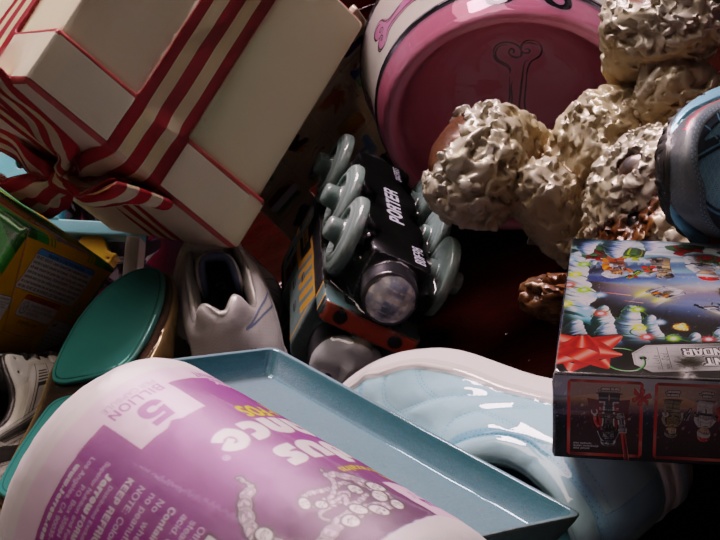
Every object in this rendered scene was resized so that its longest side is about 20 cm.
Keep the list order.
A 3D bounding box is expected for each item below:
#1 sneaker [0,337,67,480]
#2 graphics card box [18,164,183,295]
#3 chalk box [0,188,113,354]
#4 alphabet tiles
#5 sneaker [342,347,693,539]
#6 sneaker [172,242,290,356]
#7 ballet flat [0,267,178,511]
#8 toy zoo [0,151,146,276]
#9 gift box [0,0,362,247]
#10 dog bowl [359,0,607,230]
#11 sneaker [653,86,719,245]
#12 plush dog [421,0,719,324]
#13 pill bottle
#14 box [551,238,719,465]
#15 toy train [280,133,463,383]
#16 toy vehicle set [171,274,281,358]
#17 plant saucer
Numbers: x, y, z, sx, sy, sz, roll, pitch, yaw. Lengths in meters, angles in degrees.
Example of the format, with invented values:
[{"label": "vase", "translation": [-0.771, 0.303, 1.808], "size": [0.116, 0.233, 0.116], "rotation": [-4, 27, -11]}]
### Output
[{"label": "sneaker", "translation": [-0.185, 0.070, 0.917], "size": [0.075, 0.088, 0.200], "rotation": [-20, 23, 26]}, {"label": "graphics card box", "translation": [-0.203, -0.034, 1.114], "size": [0.199, 0.126, 0.051], "rotation": [-24, 9, -10]}, {"label": "chalk box", "translation": [-0.278, -0.015, 0.975], "size": [0.124, 0.199, 0.124], "rotation": [-56, -18, 1]}, {"label": "alphabet tiles", "translation": [0.003, -0.112, 1.072], "size": [0.200, 0.167, 0.008], "rotation": [-48, 60, -3]}, {"label": "sneaker", "translation": [0.040, 0.083, 0.686], "size": [0.199, 0.074, 0.082], "rotation": [-1, 22, 47]}, {"label": "sneaker", "translation": [-0.078, 0.015, 0.955], "size": [0.074, 0.088, 0.200], "rotation": [-16, 27, -8]}, {"label": "ballet flat", "translation": [-0.144, 0.080, 0.873], "size": [0.068, 0.063, 0.201], "rotation": [-6, 36, 23]}, {"label": "toy zoo", "translation": [-0.206, -0.030, 1.052], "size": [0.130, 0.202, 0.020], "rotation": [3, -13, 3]}, {"label": "gift box", "translation": [-0.148, -0.127, 0.944], "size": [0.184, 0.200, 0.188], "rotation": [3, 61, 59]}, {"label": "dog bowl", "translation": [0.097, -0.111, 1.002], "size": [0.199, 0.201, 0.074], "rotation": [-16, 38, 16]}, {"label": "sneaker", "translation": [0.227, -0.046, 0.709], "size": [0.199, 0.080, 0.095], "rotation": [2, -3, -23]}, {"label": "plush dog", "translation": [0.154, -0.036, 0.848], "size": [0.199, 0.161, 0.172], "rotation": [-35, 35, 9]}, {"label": "pill bottle", "translation": [-0.020, 0.116, 0.529], "size": [0.199, 0.113, 0.112], "rotation": [26, 45, 33]}, {"label": "box", "translation": [0.179, 0.031, 0.639], "size": [0.198, 0.040, 0.137], "rotation": [2, 24, 9]}, {"label": "toy train", "translation": [0.000, 0.000, 0.926], "size": [0.114, 0.085, 0.200], "rotation": [-63, 14, 19]}, {"label": "toy vehicle set", "translation": [-0.144, 0.034, 1.108], "size": [0.124, 0.027, 0.200], "rotation": [-29, 20, -21]}, {"label": "plant saucer", "translation": [-0.005, 0.073, 0.647], "size": [0.070, 0.019, 0.199], "rotation": [-4, 18, -39]}]
